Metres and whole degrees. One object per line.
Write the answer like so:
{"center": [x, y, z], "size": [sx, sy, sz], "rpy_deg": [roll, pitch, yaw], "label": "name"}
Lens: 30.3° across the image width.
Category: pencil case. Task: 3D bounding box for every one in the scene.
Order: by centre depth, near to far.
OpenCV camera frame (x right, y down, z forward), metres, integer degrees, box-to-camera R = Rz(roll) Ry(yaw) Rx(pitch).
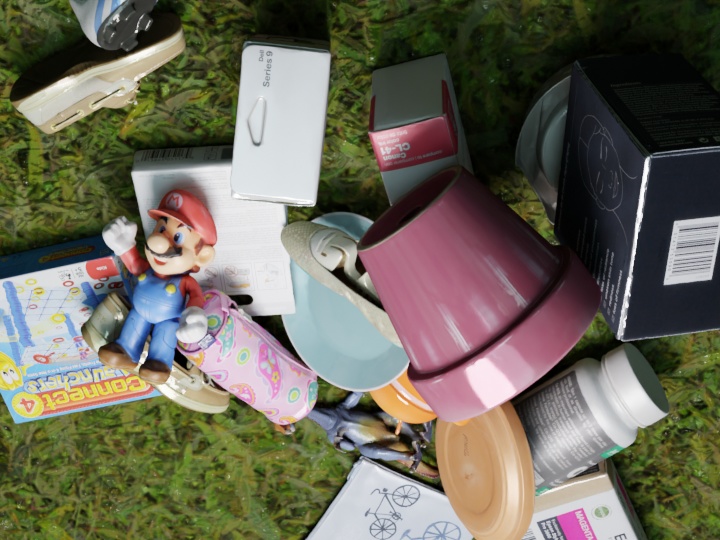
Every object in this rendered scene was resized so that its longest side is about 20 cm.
{"center": [-0.127, 0.099, 1.505], "size": [0.087, 0.088, 0.200], "rpy_deg": [-28, 136, 18], "label": "pencil case"}

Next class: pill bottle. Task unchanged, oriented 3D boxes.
{"center": [0.253, 0.175, 1.561], "size": [0.199, 0.114, 0.113], "rpy_deg": [-34, 116, 22], "label": "pill bottle"}

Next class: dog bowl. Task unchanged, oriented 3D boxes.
{"center": [0.258, -0.135, 1.395], "size": [0.197, 0.059, 0.202], "rpy_deg": [0, 122, 0], "label": "dog bowl"}

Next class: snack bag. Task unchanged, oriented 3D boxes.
{"center": [0.040, 0.340, 1.727], "size": [0.198, 0.021, 0.189], "rpy_deg": [25, 119, -14], "label": "snack bag"}

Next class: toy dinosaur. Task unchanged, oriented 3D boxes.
{"center": [-0.011, 0.204, 1.606], "size": [0.179, 0.106, 0.201], "rpy_deg": [5, 136, 20], "label": "toy dinosaur"}

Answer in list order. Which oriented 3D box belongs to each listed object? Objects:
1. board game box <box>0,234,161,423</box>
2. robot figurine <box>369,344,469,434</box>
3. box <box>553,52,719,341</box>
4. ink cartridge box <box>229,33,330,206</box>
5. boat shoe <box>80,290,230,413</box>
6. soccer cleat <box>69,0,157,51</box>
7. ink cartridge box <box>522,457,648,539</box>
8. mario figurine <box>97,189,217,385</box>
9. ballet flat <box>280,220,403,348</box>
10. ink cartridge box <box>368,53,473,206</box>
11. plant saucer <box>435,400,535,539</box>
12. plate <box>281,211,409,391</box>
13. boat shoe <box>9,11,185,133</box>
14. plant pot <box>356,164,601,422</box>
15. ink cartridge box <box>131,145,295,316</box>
{"center": [-0.341, 0.069, 1.541], "size": [0.198, 0.056, 0.197], "rpy_deg": [-12, 121, 9], "label": "board game box"}
{"center": [0.081, 0.091, 1.509], "size": [0.143, 0.117, 0.200], "rpy_deg": [34, 114, -18], "label": "robot figurine"}
{"center": [0.277, -0.074, 1.271], "size": [0.122, 0.197, 0.202], "rpy_deg": [-6, 124, -12], "label": "box"}
{"center": [-0.074, -0.149, 1.287], "size": [0.083, 0.200, 0.148], "rpy_deg": [5, 102, -2], "label": "ink cartridge box"}
{"center": [-0.217, 0.094, 1.492], "size": [0.200, 0.073, 0.063], "rpy_deg": [35, 101, -27], "label": "boat shoe"}
{"center": [-0.206, -0.307, 1.291], "size": [0.200, 0.070, 0.086], "rpy_deg": [-45, 70, 8], "label": "soccer cleat"}
{"center": [0.264, 0.325, 1.680], "size": [0.163, 0.075, 0.201], "rpy_deg": [-20, 119, 15], "label": "ink cartridge box"}
{"center": [-0.217, 0.012, 1.389], "size": [0.122, 0.106, 0.202], "rpy_deg": [16, 92, -18], "label": "mario figurine"}
{"center": [0.000, 0.000, 1.406], "size": [0.199, 0.067, 0.063], "rpy_deg": [39, 143, 14], "label": "ballet flat"}
{"center": [0.072, -0.098, 1.370], "size": [0.085, 0.148, 0.202], "rpy_deg": [-11, 121, 9], "label": "ink cartridge box"}
{"center": [0.137, 0.223, 1.548], "size": [0.032, 0.201, 0.202], "rpy_deg": [-8, 127, -25], "label": "plant saucer"}
{"center": [-0.008, 0.034, 1.477], "size": [0.198, 0.025, 0.203], "rpy_deg": [8, 104, 35], "label": "plate"}
{"center": [-0.260, -0.201, 1.364], "size": [0.198, 0.075, 0.067], "rpy_deg": [-19, 133, 15], "label": "boat shoe"}
{"center": [0.098, 0.009, 1.251], "size": [0.199, 0.200, 0.180], "rpy_deg": [-34, 102, 21], "label": "plant pot"}
{"center": [-0.158, -0.042, 1.475], "size": [0.160, 0.057, 0.202], "rpy_deg": [-3, 129, 4], "label": "ink cartridge box"}
